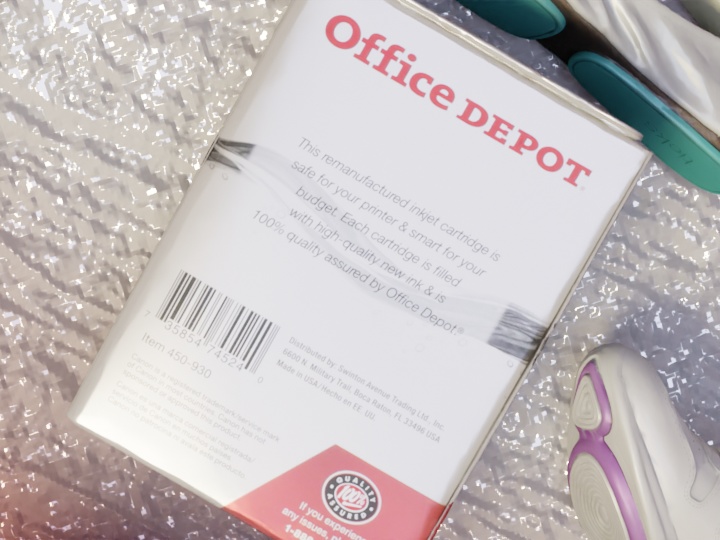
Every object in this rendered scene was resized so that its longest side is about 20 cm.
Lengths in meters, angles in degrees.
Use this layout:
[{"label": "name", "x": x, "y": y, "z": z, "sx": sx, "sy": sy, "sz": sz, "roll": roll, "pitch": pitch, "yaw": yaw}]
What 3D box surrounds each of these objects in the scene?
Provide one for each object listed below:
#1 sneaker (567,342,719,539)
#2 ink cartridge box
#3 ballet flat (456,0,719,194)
[{"label": "sneaker", "x": 0.151, "y": 0.108, "z": 0.965, "sx": 0.099, "sy": 0.075, "sz": 0.201, "roll": -31, "pitch": 108, "yaw": -12}, {"label": "ink cartridge box", "x": 0.000, "y": 0.000, "z": 0.903, "sx": 0.146, "sy": 0.083, "sz": 0.201, "roll": 30, "pitch": 96, "yaw": -2}, {"label": "ballet flat", "x": 0.090, "y": -0.109, "z": 0.917, "sx": 0.199, "sy": 0.069, "sz": 0.070, "roll": 36, "pitch": 95, "yaw": -16}]
